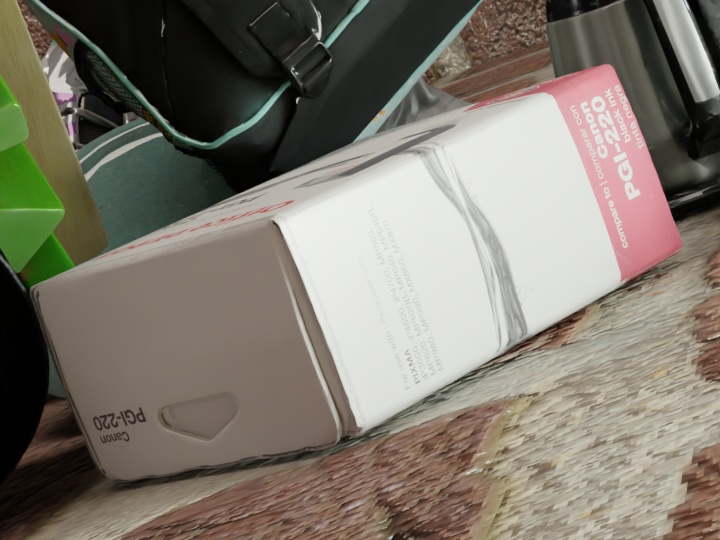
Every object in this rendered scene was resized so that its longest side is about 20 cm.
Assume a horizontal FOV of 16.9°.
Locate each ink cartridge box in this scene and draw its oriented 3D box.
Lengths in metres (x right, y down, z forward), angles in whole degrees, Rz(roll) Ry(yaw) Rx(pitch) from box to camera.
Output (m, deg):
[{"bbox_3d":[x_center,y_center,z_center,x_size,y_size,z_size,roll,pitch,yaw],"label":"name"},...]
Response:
[{"bbox_3d":[0.000,0.000,0.907,0.146,0.085,0.200,-14,11,45],"label":"ink cartridge box"}]

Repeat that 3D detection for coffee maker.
[{"bbox_3d":[0.156,-0.142,1.087,0.192,0.200,0.135,-24,8,-28],"label":"coffee maker"}]

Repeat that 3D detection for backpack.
[{"bbox_3d":[-0.055,-0.139,1.048,0.176,0.200,0.153,-51,-20,-2],"label":"backpack"}]

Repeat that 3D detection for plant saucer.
[{"bbox_3d":[-0.086,-0.023,1.109,0.201,0.039,0.201,-10,40,9],"label":"plant saucer"}]

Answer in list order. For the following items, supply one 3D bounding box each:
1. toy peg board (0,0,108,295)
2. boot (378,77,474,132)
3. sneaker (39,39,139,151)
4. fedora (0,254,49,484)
[{"bbox_3d":[-0.203,-0.028,0.910,0.199,0.200,0.098,-26,38,-11],"label":"toy peg board"},{"bbox_3d":[0.035,-0.108,1.492,0.200,0.132,0.070,-18,6,22],"label":"boot"},{"bbox_3d":[-0.125,-0.041,1.229,0.078,0.200,0.140,13,-16,-30],"label":"sneaker"},{"bbox_3d":[-0.211,0.055,0.867,0.200,0.201,0.092,-20,37,4],"label":"fedora"}]
